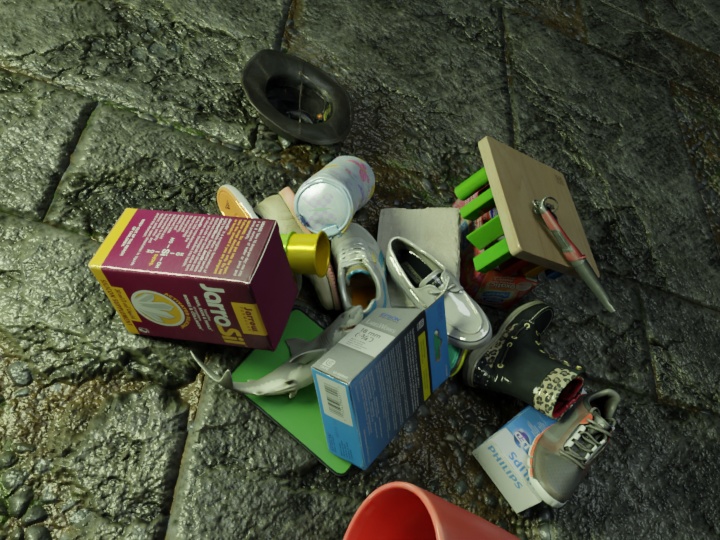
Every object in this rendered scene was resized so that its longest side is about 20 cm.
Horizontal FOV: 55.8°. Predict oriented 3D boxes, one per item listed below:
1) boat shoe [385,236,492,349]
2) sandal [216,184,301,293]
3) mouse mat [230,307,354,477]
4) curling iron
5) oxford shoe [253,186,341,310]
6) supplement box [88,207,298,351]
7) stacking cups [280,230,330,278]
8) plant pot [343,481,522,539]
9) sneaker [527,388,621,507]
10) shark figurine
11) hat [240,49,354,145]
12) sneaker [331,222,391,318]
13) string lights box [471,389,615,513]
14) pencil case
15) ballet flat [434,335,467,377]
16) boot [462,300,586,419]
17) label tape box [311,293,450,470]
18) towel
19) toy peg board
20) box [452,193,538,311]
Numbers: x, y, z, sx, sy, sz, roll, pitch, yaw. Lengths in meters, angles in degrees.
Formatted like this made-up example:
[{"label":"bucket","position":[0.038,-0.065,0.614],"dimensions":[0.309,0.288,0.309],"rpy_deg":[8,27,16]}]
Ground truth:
[{"label":"boat shoe","position":[0.105,0.025,0.945],"dimensions":[0.072,0.066,0.200],"rpy_deg":[-32,57,-10]},{"label":"sandal","position":[-0.159,-0.033,0.947],"dimensions":[0.059,0.079,0.207],"rpy_deg":[-25,63,-35]},{"label":"mouse mat","position":[-0.057,0.156,0.906],"dimensions":[0.200,0.008,0.161],"rpy_deg":[40,50,3]},{"label":"curling iron","position":[0.314,-0.025,0.985],"dimensions":[0.200,0.026,0.050],"rpy_deg":[56,42,1]},{"label":"oxford shoe","position":[-0.091,-0.021,0.988],"dimensions":[0.074,0.071,0.200],"rpy_deg":[-26,72,-8]},{"label":"supplement box","position":[-0.191,0.011,0.810],"dimensions":[0.200,0.131,0.103],"rpy_deg":[5,48,14]},{"label":"stacking cups","position":[-0.141,-0.022,0.879],"dimensions":[0.200,0.061,0.061],"rpy_deg":[1,49,17]},{"label":"plant pot","position":[0.094,0.348,0.739],"dimensions":[0.177,0.200,0.201],"rpy_deg":[23,50,-24]},{"label":"sneaker","position":[0.290,0.222,0.905],"dimensions":[0.077,0.082,0.200],"rpy_deg":[40,50,3]},{"label":"shark figurine","position":[-0.098,0.116,0.878],"dimensions":[0.214,0.128,0.090],"rpy_deg":[-20,42,-17]},{"label":"hat","position":[-0.114,-0.268,1.127],"dimensions":[0.200,0.081,0.201],"rpy_deg":[16,56,-25]},{"label":"sneaker","position":[0.000,0.000,0.975],"dimensions":[0.076,0.081,0.200],"rpy_deg":[-20,53,3]},{"label":"string lights box","position":[0.265,0.242,0.972],"dimensions":[0.200,0.059,0.103],"rpy_deg":[-25,72,-37]},{"label":"pencil case","position":[-0.032,-0.113,1.007],"dimensions":[0.091,0.083,0.200],"rpy_deg":[55,20,-11]},{"label":"ballet flat","position":[0.138,0.075,1.029],"dimensions":[0.067,0.067,0.200],"rpy_deg":[33,41,-42]},{"label":"boot","position":[0.266,0.129,0.995],"dimensions":[0.204,0.074,0.154],"rpy_deg":[-33,37,-33]},{"label":"label tape box","position":[0.033,0.130,0.870],"dimensions":[0.063,0.144,0.200],"rpy_deg":[17,40,34]},{"label":"towel","position":[0.087,-0.013,1.034],"dimensions":[0.132,0.034,0.200],"rpy_deg":[1,57,11]},{"label":"toy peg board","position":[0.245,-0.073,1.048],"dimensions":[0.199,0.098,0.200],"rpy_deg":[15,54,-38]},{"label":"box","position":[0.218,-0.047,1.125],"dimensions":[0.100,0.095,0.200],"rpy_deg":[16,53,-18]}]
